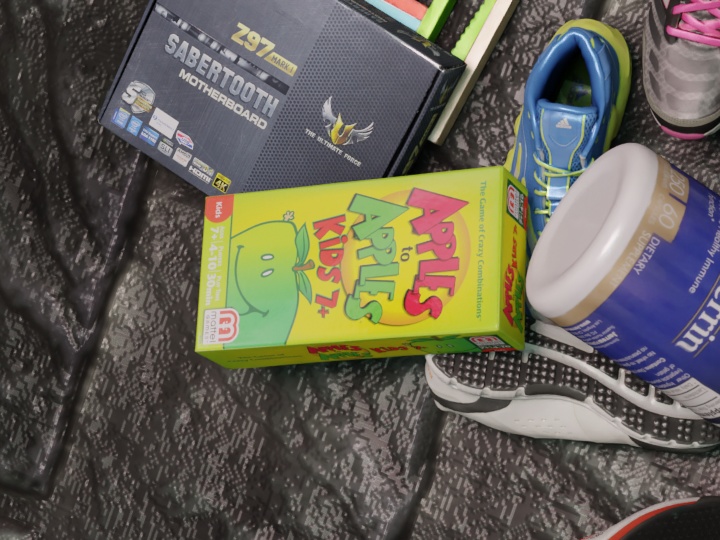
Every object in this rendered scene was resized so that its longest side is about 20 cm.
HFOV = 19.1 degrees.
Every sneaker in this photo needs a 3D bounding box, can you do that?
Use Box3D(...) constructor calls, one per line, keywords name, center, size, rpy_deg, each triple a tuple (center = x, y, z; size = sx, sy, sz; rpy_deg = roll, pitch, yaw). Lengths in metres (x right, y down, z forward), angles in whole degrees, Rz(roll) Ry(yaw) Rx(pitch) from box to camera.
Box3D(name="sneaker", center=(0.115, -0.061, 1.318), size=(0.075, 0.105, 0.201), rpy_deg=(9, 90, 15))
Box3D(name="sneaker", center=(0.210, -0.178, 1.268), size=(0.073, 0.087, 0.201), rpy_deg=(17, 93, 16))
Box3D(name="sneaker", center=(0.136, 0.186, 1.321), size=(0.201, 0.108, 0.067), rpy_deg=(-26, 105, -21))
Box3D(name="sneaker", center=(0.135, 0.072, 1.334), size=(0.199, 0.080, 0.074), rpy_deg=(15, 63, 1))

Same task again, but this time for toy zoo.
Box3D(name="toy zoo", center=(-0.003, -0.185, 1.398), size=(0.200, 0.020, 0.132), rpy_deg=(31, 96, 14))

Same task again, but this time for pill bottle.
Box3D(name="pill bottle", center=(0.207, 0.022, 1.256), size=(0.200, 0.116, 0.116), rpy_deg=(32, 96, -14))

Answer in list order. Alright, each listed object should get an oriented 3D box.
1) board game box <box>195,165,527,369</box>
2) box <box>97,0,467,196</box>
Box3D(name="board game box", center=(0.000, 0.000, 1.301), size=(0.199, 0.048, 0.102), rpy_deg=(-5, 71, 24))
Box3D(name="box", center=(-0.053, -0.114, 1.377), size=(0.200, 0.051, 0.158), rpy_deg=(33, 109, 13))
